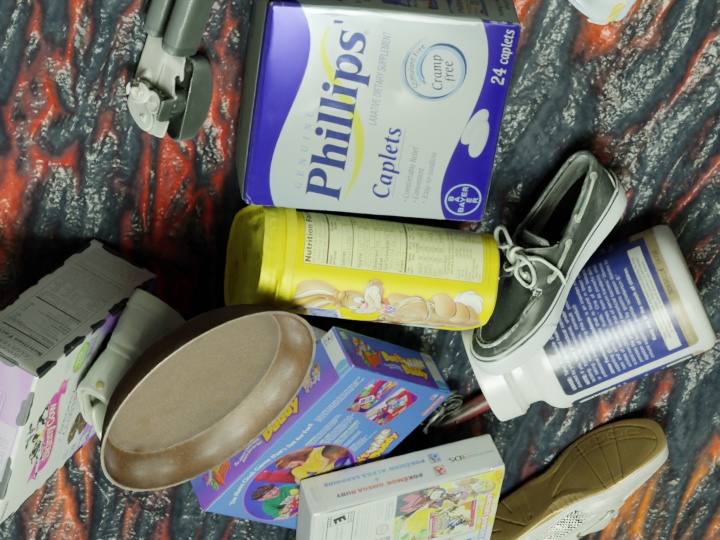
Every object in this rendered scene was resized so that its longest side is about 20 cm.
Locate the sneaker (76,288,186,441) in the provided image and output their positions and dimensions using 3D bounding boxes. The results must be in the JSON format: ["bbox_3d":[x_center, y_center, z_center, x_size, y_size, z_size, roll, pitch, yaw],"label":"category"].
[{"bbox_3d":[-0.183,0.101,1.753,0.073,0.116,0.200,27,165,20],"label":"sneaker"}]

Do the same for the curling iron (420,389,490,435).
[{"bbox_3d":[0.139,0.100,1.877,0.199,0.026,0.050,-23,159,4],"label":"curling iron"}]

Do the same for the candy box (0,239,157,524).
[{"bbox_3d":[-0.262,0.093,1.720,0.071,0.200,0.168,28,122,10],"label":"candy box"}]

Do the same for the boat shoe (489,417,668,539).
[{"bbox_3d":[0.209,0.208,1.946,0.200,0.071,0.069,-34,129,20],"label":"boat shoe"}]

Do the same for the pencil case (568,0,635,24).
[{"bbox_3d":[0.225,-0.281,1.596,0.091,0.083,0.200,39,113,-17],"label":"pencil case"}]

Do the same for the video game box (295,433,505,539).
[{"bbox_3d":[0.031,0.239,1.902,0.181,0.047,0.201,-10,142,-14],"label":"video game box"}]

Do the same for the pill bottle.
[{"bbox_3d":[0.194,0.049,1.801,0.199,0.116,0.116,-23,124,9],"label":"pill bottle"}]

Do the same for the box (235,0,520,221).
[{"bbox_3d":[0.010,-0.145,1.651,0.199,0.105,0.185,4,123,-9],"label":"box"}]

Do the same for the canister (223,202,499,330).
[{"bbox_3d":[0.000,0.000,1.727,0.199,0.148,0.087,6,84,-15],"label":"canister"}]

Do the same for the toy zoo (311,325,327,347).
[{"bbox_3d":[-0.053,0.107,1.821,0.131,0.021,0.200,-43,142,21],"label":"toy zoo"}]

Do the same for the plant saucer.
[{"bbox_3d":[-0.127,0.095,1.663,0.200,0.035,0.201,-30,150,-19],"label":"plant saucer"}]

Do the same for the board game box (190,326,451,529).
[{"bbox_3d":[-0.036,0.141,1.817,0.200,0.045,0.134,-45,142,23],"label":"board game box"}]

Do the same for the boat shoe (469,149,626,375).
[{"bbox_3d":[0.146,-0.009,1.737,0.200,0.074,0.068,-52,136,-3],"label":"boat shoe"}]

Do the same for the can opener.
[{"bbox_3d":[-0.138,-0.193,1.641,0.066,0.053,0.201,-15,136,-40],"label":"can opener"}]
